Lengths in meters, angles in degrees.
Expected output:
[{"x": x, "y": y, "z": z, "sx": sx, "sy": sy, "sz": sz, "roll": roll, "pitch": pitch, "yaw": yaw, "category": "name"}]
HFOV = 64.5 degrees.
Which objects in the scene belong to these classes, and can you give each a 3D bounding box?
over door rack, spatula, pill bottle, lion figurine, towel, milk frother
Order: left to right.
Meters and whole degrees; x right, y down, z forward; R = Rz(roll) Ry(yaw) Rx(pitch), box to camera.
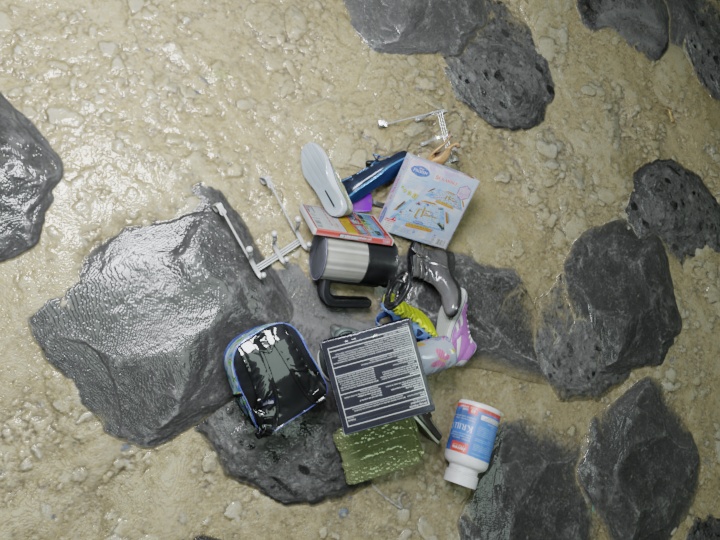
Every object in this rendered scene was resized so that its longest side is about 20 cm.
[{"x": -0.216, "y": -0.101, "z": 1.284, "sx": 0.148, "sy": 0.067, "sz": 0.200, "roll": -35, "pitch": 99, "yaw": -26, "category": "over door rack"}, {"x": 0.000, "y": 0.000, "z": 1.307, "sx": 0.188, "sy": 0.200, "sz": 0.181, "roll": 6, "pitch": 81, "yaw": -24, "category": "milk frother"}, {"x": 0.044, "y": 0.410, "z": 1.339, "sx": 0.199, "sy": 0.036, "sz": 0.149, "roll": -17, "pitch": 96, "yaw": -11, "category": "towel"}, {"x": 0.059, "y": -0.169, "z": 1.458, "sx": 0.199, "sy": 0.021, "sz": 0.057, "roll": 4, "pitch": 77, "yaw": -26, "category": "spatula"}, {"x": 0.147, "y": -0.336, "z": 1.505, "sx": 0.199, "sy": 0.067, "sz": 0.148, "roll": -14, "pitch": 89, "yaw": -13, "category": "over door rack"}, {"x": 0.208, "y": -0.249, "z": 1.471, "sx": 0.122, "sy": 0.073, "sz": 0.200, "roll": -22, "pitch": 119, "yaw": 4, "category": "lion figurine"}, {"x": 0.275, "y": 0.435, "z": 1.428, "sx": 0.112, "sy": 0.112, "sz": 0.200, "roll": 25, "pitch": 72, "yaw": -20, "category": "pill bottle"}]

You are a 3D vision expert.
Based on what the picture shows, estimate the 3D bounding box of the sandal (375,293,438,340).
[{"x": 0.112, "y": 0.133, "z": 1.423, "sx": 0.200, "sy": 0.080, "sz": 0.087, "roll": 34, "pitch": 107, "yaw": -25, "category": "sandal"}]

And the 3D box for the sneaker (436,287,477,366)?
[{"x": 0.260, "y": 0.150, "z": 1.488, "sx": 0.114, "sy": 0.073, "sz": 0.201, "roll": 19, "pitch": 86, "yaw": -26, "category": "sneaker"}]

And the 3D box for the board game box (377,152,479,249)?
[{"x": 0.168, "y": -0.170, "z": 1.437, "sx": 0.200, "sy": 0.041, "sz": 0.200, "roll": 16, "pitch": 114, "yaw": -22, "category": "board game box"}]

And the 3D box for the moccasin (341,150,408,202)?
[{"x": 0.031, "y": -0.247, "z": 1.407, "sx": 0.200, "sy": 0.081, "sz": 0.068, "roll": -32, "pitch": 70, "yaw": -14, "category": "moccasin"}]

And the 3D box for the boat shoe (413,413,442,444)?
[{"x": 0.138, "y": 0.340, "z": 1.398, "sx": 0.061, "sy": 0.072, "sz": 0.201, "roll": -45, "pitch": 100, "yaw": -19, "category": "boat shoe"}]

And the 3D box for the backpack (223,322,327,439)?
[{"x": -0.193, "y": 0.217, "z": 1.215, "sx": 0.183, "sy": 0.147, "sz": 0.200, "roll": -27, "pitch": 99, "yaw": -25, "category": "backpack"}]

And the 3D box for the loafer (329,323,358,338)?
[{"x": 0.010, "y": 0.174, "z": 1.364, "sx": 0.200, "sy": 0.063, "sz": 0.072, "roll": 32, "pitch": 97, "yaw": -34, "category": "loafer"}]

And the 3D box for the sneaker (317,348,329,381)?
[{"x": -0.027, "y": 0.256, "z": 1.323, "sx": 0.074, "sy": 0.085, "sz": 0.200, "roll": -33, "pitch": 97, "yaw": -26, "category": "sneaker"}]

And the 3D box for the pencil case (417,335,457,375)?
[{"x": 0.132, "y": 0.220, "z": 1.359, "sx": 0.200, "sy": 0.083, "sz": 0.091, "roll": -15, "pitch": 110, "yaw": -21, "category": "pencil case"}]

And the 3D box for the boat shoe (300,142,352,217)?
[{"x": -0.082, "y": -0.214, "z": 1.371, "sx": 0.062, "sy": 0.072, "sz": 0.200, "roll": 0, "pitch": 63, "yaw": -63, "category": "boat shoe"}]

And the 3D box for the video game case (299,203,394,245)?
[{"x": -0.035, "y": -0.109, "z": 1.348, "sx": 0.199, "sy": 0.143, "sz": 0.017, "roll": 7, "pitch": 116, "yaw": -24, "category": "video game case"}]

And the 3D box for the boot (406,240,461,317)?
[{"x": 0.178, "y": 0.024, "z": 1.448, "sx": 0.131, "sy": 0.070, "sz": 0.200, "roll": 12, "pitch": 50, "yaw": -22, "category": "boot"}]

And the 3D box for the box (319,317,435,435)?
[{"x": 0.034, "y": 0.222, "z": 1.227, "sx": 0.199, "sy": 0.123, "sz": 0.199, "roll": -15, "pitch": 85, "yaw": -1, "category": "box"}]
